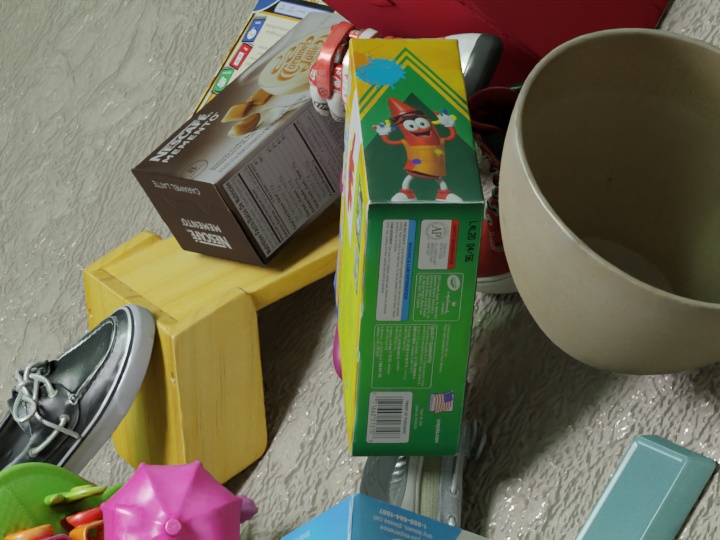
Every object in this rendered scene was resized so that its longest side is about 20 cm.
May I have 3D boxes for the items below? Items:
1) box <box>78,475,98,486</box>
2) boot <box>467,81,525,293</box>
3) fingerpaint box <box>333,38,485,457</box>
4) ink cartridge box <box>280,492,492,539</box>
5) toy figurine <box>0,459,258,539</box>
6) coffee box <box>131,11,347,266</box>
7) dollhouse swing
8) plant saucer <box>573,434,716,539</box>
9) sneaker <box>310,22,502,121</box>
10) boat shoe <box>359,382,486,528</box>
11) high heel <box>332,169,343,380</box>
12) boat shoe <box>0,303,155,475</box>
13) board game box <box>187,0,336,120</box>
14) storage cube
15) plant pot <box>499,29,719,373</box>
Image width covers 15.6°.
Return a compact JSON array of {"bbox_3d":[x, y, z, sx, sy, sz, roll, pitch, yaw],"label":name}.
[{"bbox_3d":[-0.249,0.247,1.956,0.200,0.095,0.078,-59,29,-1],"label":"box"},{"bbox_3d":[0.091,-0.059,1.686,0.200,0.144,0.073,-23,42,46],"label":"boot"},{"bbox_3d":[0.028,-0.014,1.607,0.167,0.073,0.200,-96,8,-51],"label":"fingerpaint box"},{"bbox_3d":[0.027,0.244,1.440,0.085,0.144,0.200,-35,42,45],"label":"ink cartridge box"},{"bbox_3d":[-0.141,0.184,1.786,0.184,0.200,0.151,-18,86,42],"label":"toy figurine"},{"bbox_3d":[-0.054,-0.100,1.942,0.200,0.080,0.114,-43,29,-23],"label":"coffee box"},{"bbox_3d":[-0.091,0.052,1.974,0.200,0.175,0.182,-152,54,-61],"label":"dollhouse swing"},{"bbox_3d":[0.131,0.184,1.507,0.200,0.019,0.070,-58,28,-5],"label":"plant saucer"},{"bbox_3d":[0.024,-0.127,1.746,0.067,0.108,0.201,-64,3,-12],"label":"sneaker"},{"bbox_3d":[0.041,0.143,1.654,0.074,0.065,0.202,-49,21,42],"label":"boat shoe"},{"bbox_3d":[0.000,0.000,1.833,0.096,0.067,0.200,-1,44,32],"label":"high heel"},{"bbox_3d":[-0.223,0.100,1.884,0.199,0.068,0.074,-51,34,18],"label":"boat shoe"},{"bbox_3d":[-0.059,-0.163,2.131,0.200,0.046,0.151,-59,28,-4],"label":"board game box"},{"bbox_3d":[0.100,-0.220,1.802,0.200,0.180,0.171,6,66,58],"label":"storage cube"},{"bbox_3d":[0.162,-0.018,1.502,0.135,0.200,0.201,114,166,-47],"label":"plant pot"}]
